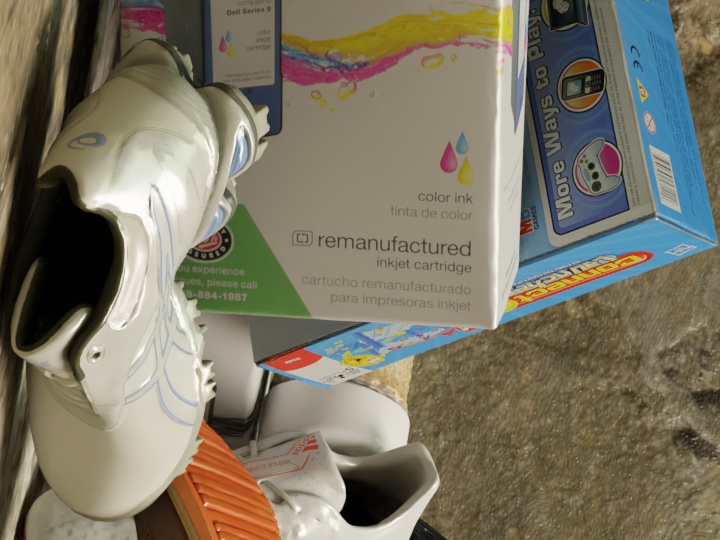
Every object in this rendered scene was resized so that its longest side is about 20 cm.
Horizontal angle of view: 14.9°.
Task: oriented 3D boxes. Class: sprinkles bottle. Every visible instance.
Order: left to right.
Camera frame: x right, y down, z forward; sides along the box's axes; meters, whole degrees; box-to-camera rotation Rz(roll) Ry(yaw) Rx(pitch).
[{"bbox_3d":[0.000,0.000,1.288,0.068,0.068,0.201,101,-1,-64],"label":"sprinkles bottle"}]

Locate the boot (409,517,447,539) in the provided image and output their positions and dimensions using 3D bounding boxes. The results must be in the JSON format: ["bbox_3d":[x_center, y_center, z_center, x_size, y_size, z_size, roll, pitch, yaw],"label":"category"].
[{"bbox_3d":[0.000,0.207,1.232,0.163,0.073,0.198,-50,-163,5],"label":"boot"}]

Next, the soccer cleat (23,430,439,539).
[{"bbox_3d":[-0.052,0.102,1.174,0.085,0.200,0.069,-49,-128,34],"label":"soccer cleat"}]

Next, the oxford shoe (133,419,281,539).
[{"bbox_3d":[-0.067,0.123,1.049,0.071,0.073,0.200,32,25,-51],"label":"oxford shoe"}]

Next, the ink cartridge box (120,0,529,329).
[{"bbox_3d":[-0.012,-0.087,1.023,0.088,0.145,0.201,-62,155,-70],"label":"ink cartridge box"}]

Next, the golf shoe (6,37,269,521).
[{"bbox_3d":[-0.099,0.018,0.962,0.097,0.078,0.200,-39,149,-48],"label":"golf shoe"}]

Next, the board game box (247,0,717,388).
[{"bbox_3d":[0.035,-0.075,1.155,0.056,0.195,0.201,21,55,-53],"label":"board game box"}]

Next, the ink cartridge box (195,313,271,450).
[{"bbox_3d":[-0.082,0.029,1.296,0.146,0.084,0.200,-80,180,-50],"label":"ink cartridge box"}]
